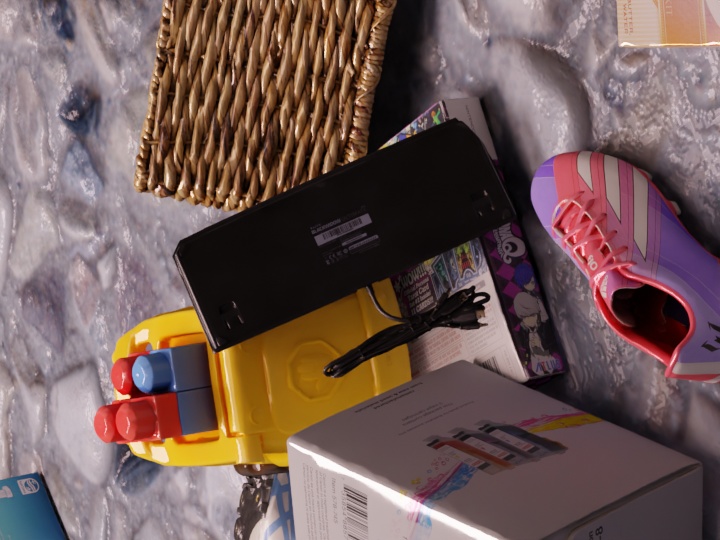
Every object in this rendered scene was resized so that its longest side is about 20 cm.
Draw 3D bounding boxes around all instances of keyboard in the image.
[{"bbox_3d":[0.000,0.000,1.433,0.021,0.199,0.128,71,175,-71],"label":"keyboard"}]

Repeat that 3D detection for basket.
[{"bbox_3d":[-0.053,-0.137,1.582,0.143,0.148,0.201,-57,-23,-79],"label":"basket"}]

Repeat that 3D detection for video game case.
[{"bbox_3d":[0.037,0.013,1.531,0.200,0.036,0.182,-36,67,53],"label":"video game case"}]

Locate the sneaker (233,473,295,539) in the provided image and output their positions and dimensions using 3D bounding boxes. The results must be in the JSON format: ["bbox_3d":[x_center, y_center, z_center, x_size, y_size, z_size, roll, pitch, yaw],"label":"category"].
[{"bbox_3d":[-0.044,0.208,1.681,0.072,0.072,0.201,132,136,-58],"label":"sneaker"}]

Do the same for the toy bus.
[{"bbox_3d":[-0.090,0.073,1.531,0.200,0.191,0.137,-10,90,57],"label":"toy bus"}]

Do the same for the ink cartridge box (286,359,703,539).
[{"bbox_3d":[0.078,0.163,1.377,0.199,0.144,0.146,23,124,46],"label":"ink cartridge box"}]

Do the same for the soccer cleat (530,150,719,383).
[{"bbox_3d":[0.145,-0.006,1.327,0.200,0.076,0.067,45,132,41],"label":"soccer cleat"}]

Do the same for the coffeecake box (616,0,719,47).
[{"bbox_3d":[0.213,-0.188,1.189,0.200,0.073,0.155,7,102,55],"label":"coffeecake box"}]

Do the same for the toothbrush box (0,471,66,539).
[{"bbox_3d":[-0.364,0.258,2.042,0.086,0.199,0.147,63,141,26],"label":"toothbrush box"}]
